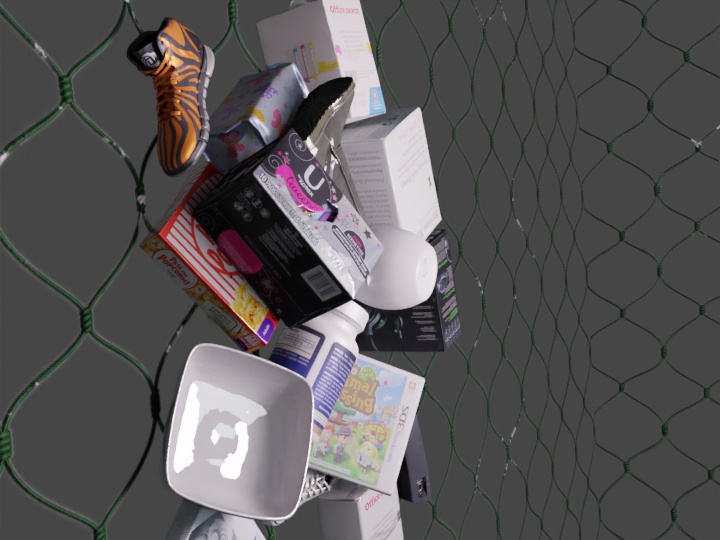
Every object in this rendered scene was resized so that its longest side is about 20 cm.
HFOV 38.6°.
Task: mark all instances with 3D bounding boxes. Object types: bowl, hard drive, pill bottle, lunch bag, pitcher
[{"bbox_3d":[-0.163,0.212,1.305,0.198,0.074,0.203,22,60,-28],"label":"bowl"},{"bbox_3d":[0.048,0.294,1.737,0.042,0.134,0.203,-28,115,-39],"label":"hard drive"},{"bbox_3d":[-0.071,0.134,1.462,0.202,0.115,0.116,-63,145,-15],"label":"pill bottle"},{"bbox_3d":[-0.121,-0.155,1.434,0.201,0.126,0.171,60,34,-28],"label":"lunch bag"},{"bbox_3d":[0.000,0.000,1.531,0.171,0.197,0.123,-36,129,-57],"label":"pitcher"}]

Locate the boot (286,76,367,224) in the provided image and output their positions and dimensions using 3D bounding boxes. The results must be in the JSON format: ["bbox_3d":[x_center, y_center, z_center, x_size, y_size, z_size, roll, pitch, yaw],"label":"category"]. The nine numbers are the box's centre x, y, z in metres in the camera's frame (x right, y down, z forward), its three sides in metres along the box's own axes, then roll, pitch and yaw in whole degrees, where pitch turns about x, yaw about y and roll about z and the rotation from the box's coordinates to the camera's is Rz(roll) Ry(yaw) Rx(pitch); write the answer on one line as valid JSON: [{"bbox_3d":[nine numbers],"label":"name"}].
[{"bbox_3d":[-0.028,-0.138,1.412,0.183,0.072,0.201,-57,132,-34],"label":"boot"}]

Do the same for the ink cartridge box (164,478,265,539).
[{"bbox_3d":[-0.193,0.394,1.328,0.201,0.040,0.201,66,33,-37],"label":"ink cartridge box"}]

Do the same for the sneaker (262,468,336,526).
[{"bbox_3d":[-0.081,0.311,1.530,0.200,0.070,0.074,-43,125,-57],"label":"sneaker"}]

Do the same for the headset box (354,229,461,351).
[{"bbox_3d":[0.071,0.042,1.749,0.093,0.172,0.203,-35,119,-59],"label":"headset box"}]

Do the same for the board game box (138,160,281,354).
[{"bbox_3d":[-0.172,-0.017,1.326,0.200,0.046,0.152,47,42,-22],"label":"board game box"}]

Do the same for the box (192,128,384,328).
[{"bbox_3d":[-0.086,-0.052,1.298,0.201,0.131,0.115,50,42,-17],"label":"box"}]

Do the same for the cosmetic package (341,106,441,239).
[{"bbox_3d":[0.015,-0.138,1.662,0.167,0.164,0.203,-48,131,-54],"label":"cosmetic package"}]

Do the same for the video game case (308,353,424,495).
[{"bbox_3d":[-0.019,0.215,1.532,0.022,0.197,0.185,139,-29,-71],"label":"video game case"}]

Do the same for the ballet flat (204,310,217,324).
[{"bbox_3d":[-0.153,0.027,1.427,0.199,0.069,0.071,-24,109,-55],"label":"ballet flat"}]

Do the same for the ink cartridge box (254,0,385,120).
[{"bbox_3d":[-0.061,-0.318,1.547,0.128,0.124,0.203,-24,100,-63],"label":"ink cartridge box"}]

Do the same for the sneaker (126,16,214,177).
[{"bbox_3d":[-0.242,-0.220,1.261,0.112,0.077,0.203,39,43,-52],"label":"sneaker"}]

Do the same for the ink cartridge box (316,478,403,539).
[{"bbox_3d":[0.006,0.438,1.683,0.145,0.082,0.203,-26,110,-62],"label":"ink cartridge box"}]
